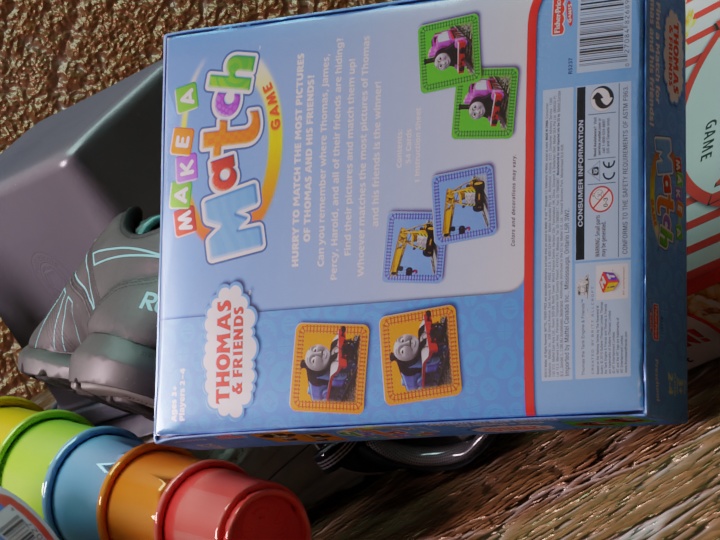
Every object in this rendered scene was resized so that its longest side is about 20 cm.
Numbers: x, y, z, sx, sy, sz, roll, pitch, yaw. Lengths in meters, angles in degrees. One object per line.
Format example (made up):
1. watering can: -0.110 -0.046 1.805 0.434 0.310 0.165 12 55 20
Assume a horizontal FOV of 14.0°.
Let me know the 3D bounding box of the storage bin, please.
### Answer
1. storage bin: -0.098 -0.017 1.369 0.146 0.135 0.200 -44 14 -29

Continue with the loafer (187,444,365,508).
1. loafer: -0.057 0.084 1.246 0.199 0.070 0.070 -33 5 -21

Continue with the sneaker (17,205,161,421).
1. sneaker: -0.085 0.020 1.178 0.200 0.075 0.080 179 109 -73

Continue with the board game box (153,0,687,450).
1. board game box: 0.018 -0.018 1.020 0.199 0.153 0.037 -5 -11 31

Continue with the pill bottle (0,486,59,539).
1. pill bottle: -0.183 0.153 1.043 0.112 0.113 0.200 -29 4 23

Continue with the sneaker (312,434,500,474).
1. sneaker: 0.062 0.021 1.166 0.200 0.076 0.114 -36 4 5

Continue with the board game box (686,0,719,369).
1. board game box: 0.146 -0.049 1.055 0.200 0.046 0.152 -27 41 45

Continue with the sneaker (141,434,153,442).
1. sneaker: -0.018 0.060 1.355 0.200 0.075 0.100 -39 13 -6

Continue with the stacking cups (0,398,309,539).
1. stacking cups: -0.092 0.085 1.131 0.060 0.061 0.199 -33 20 -30
